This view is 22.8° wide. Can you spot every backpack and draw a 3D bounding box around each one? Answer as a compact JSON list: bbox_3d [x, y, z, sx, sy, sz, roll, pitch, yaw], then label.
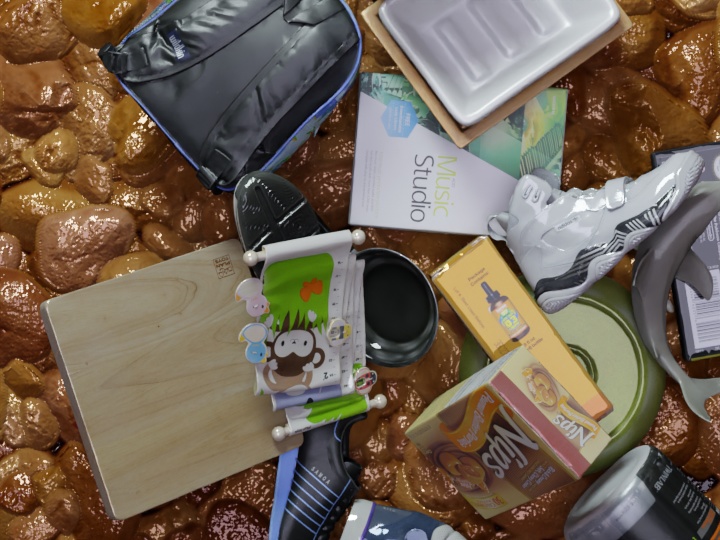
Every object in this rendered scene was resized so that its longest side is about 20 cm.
[{"bbox_3d":[-0.100,-0.191,1.624,0.200,0.147,0.183,-41,90,5],"label":"backpack"}]

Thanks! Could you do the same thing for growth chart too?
[{"bbox_3d":[-0.044,0.058,1.604,0.144,0.018,0.202,-21,119,-29],"label":"growth chart"}]

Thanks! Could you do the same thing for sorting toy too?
[{"bbox_3d":[-0.177,0.098,1.610,0.199,0.069,0.200,-19,92,-31],"label":"sorting toy"}]

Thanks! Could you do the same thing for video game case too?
[{"bbox_3d":[0.379,-0.027,1.689,0.179,0.026,0.202,-10,91,1],"label":"video game case"}]

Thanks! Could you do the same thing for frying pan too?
[{"bbox_3d":[-0.004,0.015,1.683,0.189,0.031,0.116,32,119,21],"label":"frying pan"}]

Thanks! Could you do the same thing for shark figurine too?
[{"bbox_3d":[0.275,0.028,1.643,0.127,0.089,0.217,0,93,26],"label":"shark figurine"}]

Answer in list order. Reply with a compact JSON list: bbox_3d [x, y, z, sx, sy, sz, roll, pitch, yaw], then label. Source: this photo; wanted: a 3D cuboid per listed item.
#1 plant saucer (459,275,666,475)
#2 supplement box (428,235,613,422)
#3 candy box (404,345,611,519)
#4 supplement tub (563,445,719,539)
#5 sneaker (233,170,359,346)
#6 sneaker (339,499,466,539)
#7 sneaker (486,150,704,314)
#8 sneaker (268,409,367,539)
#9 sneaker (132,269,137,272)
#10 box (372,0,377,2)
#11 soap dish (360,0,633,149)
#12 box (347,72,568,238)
[{"bbox_3d":[0.193,0.098,1.691,0.198,0.031,0.202,0,93,0],"label":"plant saucer"},{"bbox_3d":[0.146,0.065,1.643,0.066,0.069,0.201,-36,92,1],"label":"supplement box"},{"bbox_3d":[0.129,0.150,1.609,0.115,0.200,0.055,46,62,-2],"label":"candy box"},{"bbox_3d":[0.294,0.270,1.650,0.123,0.123,0.200,-44,91,2],"label":"supplement tub"},{"bbox_3d":[-0.083,-0.021,1.628,0.076,0.115,0.201,-40,130,-15],"label":"sneaker"},{"bbox_3d":[0.032,0.325,1.674,0.145,0.081,0.202,19,89,1],"label":"sneaker"},{"bbox_3d":[0.208,-0.062,1.614,0.200,0.075,0.115,-43,86,18],"label":"sneaker"},{"bbox_3d":[-0.041,0.219,1.676,0.077,0.070,0.202,7,91,7],"label":"sneaker"},{"bbox_3d":[-0.196,0.103,1.680,0.079,0.071,0.202,7,84,-24],"label":"sneaker"},{"bbox_3d":[0.051,-0.317,1.592,0.141,0.200,0.079,-37,92,0],"label":"box"},{"bbox_3d":[0.123,-0.224,1.633,0.199,0.081,0.158,-35,81,-8],"label":"soap dish"},{"bbox_3d":[0.092,-0.106,1.682,0.198,0.036,0.146,4,92,-1],"label":"box"}]
